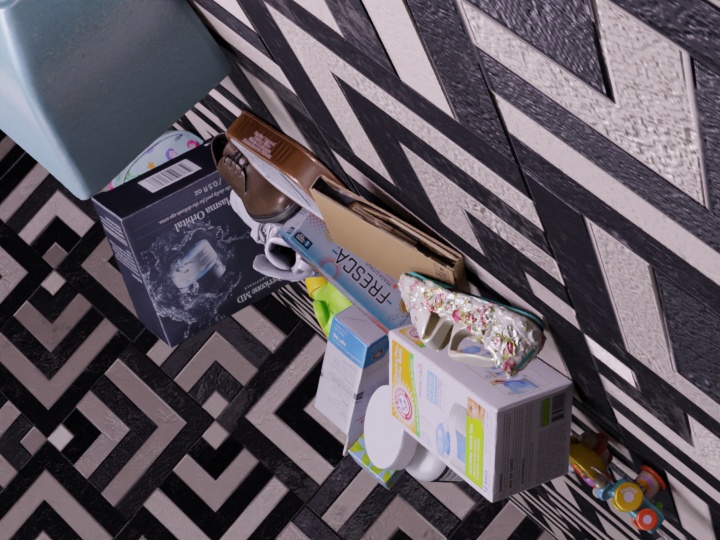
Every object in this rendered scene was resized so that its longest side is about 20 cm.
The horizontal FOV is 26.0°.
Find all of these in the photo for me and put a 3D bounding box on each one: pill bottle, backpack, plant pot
[{"bbox_3d":[0.111,0.186,1.801,0.198,0.118,0.116,7,-169,-27],"label":"pill bottle"},{"bbox_3d":[-0.263,-0.102,2.285,0.201,0.177,0.150,53,168,-14],"label":"backpack"},{"bbox_3d":[-0.274,-0.230,1.439,0.195,0.196,0.201,38,165,35],"label":"plant pot"}]

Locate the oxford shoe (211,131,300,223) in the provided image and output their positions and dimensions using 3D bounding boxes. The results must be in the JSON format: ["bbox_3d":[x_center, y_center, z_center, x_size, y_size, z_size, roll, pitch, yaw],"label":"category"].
[{"bbox_3d":[-0.129,-0.113,1.842,0.085,0.073,0.200,49,170,-35],"label":"oxford shoe"}]

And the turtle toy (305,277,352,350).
[{"bbox_3d":[-0.006,0.057,2.063,0.200,0.100,0.147,52,-162,-63],"label":"turtle toy"}]

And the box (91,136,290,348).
[{"bbox_3d":[-0.223,-0.040,2.080,0.117,0.195,0.202,30,144,55],"label":"box"}]

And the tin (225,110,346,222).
[{"bbox_3d":[-0.076,-0.109,1.698,0.200,0.042,0.112,35,175,47],"label":"tin"}]

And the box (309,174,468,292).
[{"bbox_3d":[0.033,-0.022,1.551,0.162,0.021,0.200,30,172,12],"label":"box"}]

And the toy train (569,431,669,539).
[{"bbox_3d":[0.285,0.231,1.707,0.150,0.056,0.200,46,176,-41],"label":"toy train"}]

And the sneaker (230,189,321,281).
[{"bbox_3d":[-0.102,-0.052,1.893,0.199,0.076,0.114,34,-158,26],"label":"sneaker"}]

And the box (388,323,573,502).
[{"bbox_3d":[0.122,0.136,1.635,0.200,0.100,0.114,36,133,50],"label":"box"}]

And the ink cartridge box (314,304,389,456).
[{"bbox_3d":[0.009,0.126,1.972,0.066,0.115,0.202,37,136,26],"label":"ink cartridge box"}]

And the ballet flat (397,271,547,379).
[{"bbox_3d":[0.092,0.051,1.478,0.075,0.064,0.199,38,169,-37],"label":"ballet flat"}]

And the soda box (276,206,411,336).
[{"bbox_3d":[0.000,0.000,1.802,0.200,0.069,0.064,43,174,-16],"label":"soda box"}]

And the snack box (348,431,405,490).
[{"bbox_3d":[0.073,0.174,1.940,0.068,0.200,0.169,40,174,9],"label":"snack box"}]
